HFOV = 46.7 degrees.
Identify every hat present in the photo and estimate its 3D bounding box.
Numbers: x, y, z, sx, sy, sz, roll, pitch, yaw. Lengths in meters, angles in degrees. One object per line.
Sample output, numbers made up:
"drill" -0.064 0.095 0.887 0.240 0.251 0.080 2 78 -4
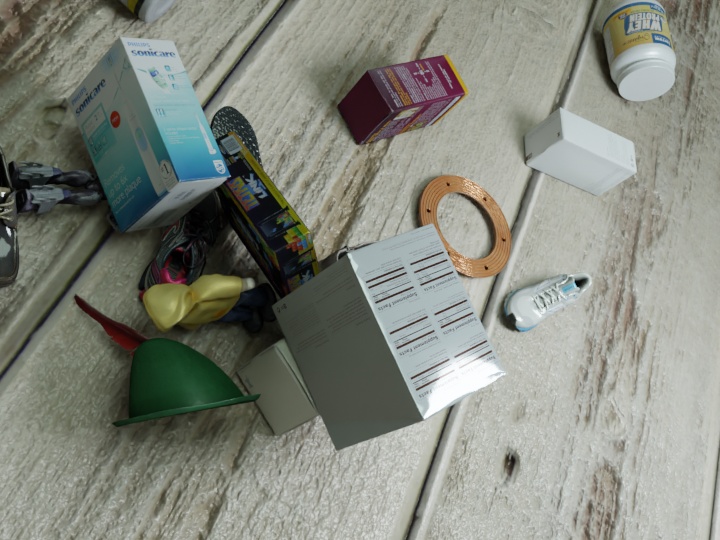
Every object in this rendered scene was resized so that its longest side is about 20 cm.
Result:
"hat" -0.232 0.086 1.002 0.200 0.166 0.176 -8 82 -17

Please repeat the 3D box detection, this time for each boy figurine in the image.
"boy figurine" -0.190 0.044 1.076 0.200 0.124 0.065 5 58 -58

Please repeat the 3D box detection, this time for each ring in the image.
"ring" 0.183 -0.077 1.472 0.200 0.019 0.201 15 61 -28

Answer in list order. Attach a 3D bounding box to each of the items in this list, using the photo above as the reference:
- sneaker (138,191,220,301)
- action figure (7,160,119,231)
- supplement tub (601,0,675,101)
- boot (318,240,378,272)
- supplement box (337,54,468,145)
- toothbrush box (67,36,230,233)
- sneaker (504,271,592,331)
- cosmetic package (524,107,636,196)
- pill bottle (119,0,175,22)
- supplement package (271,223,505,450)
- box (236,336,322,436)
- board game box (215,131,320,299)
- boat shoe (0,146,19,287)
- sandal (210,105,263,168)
"sneaker" -0.232 -0.037 1.138 0.081 0.075 0.200 26 54 -20
"action figure" -0.354 -0.109 1.099 0.200 0.069 0.130 -7 65 -40
"supplement tub" 0.639 -0.505 1.911 0.144 0.145 0.200 14 60 -28
"boot" 0.000 0.000 1.226 0.200 0.146 0.070 -21 78 -39
"supplement box" 0.075 -0.299 1.453 0.200 0.110 0.086 -22 80 -39
"toothbrush box" -0.272 -0.171 1.060 0.085 0.146 0.200 -13 77 -49
"sneaker" 0.334 0.042 1.469 0.200 0.087 0.075 -25 84 -38
"cosmetic package" 0.437 -0.233 1.661 0.200 0.113 0.081 20 57 -27
"pill bottle" -0.363 -0.480 1.253 0.200 0.111 0.111 40 51 -9
"supplement package" 0.029 0.083 1.009 0.147 0.191 0.200 -20 82 -38
"box" -0.045 0.121 1.147 0.200 0.128 0.109 -30 86 -39
"board game box" -0.128 -0.060 1.105 0.057 0.165 0.200 -30 60 -14
"boat shoe" -0.456 -0.078 1.009 0.074 0.073 0.200 -9 72 -36
"sandal" -0.180 -0.146 1.253 0.075 0.048 0.201 -22 93 -40
